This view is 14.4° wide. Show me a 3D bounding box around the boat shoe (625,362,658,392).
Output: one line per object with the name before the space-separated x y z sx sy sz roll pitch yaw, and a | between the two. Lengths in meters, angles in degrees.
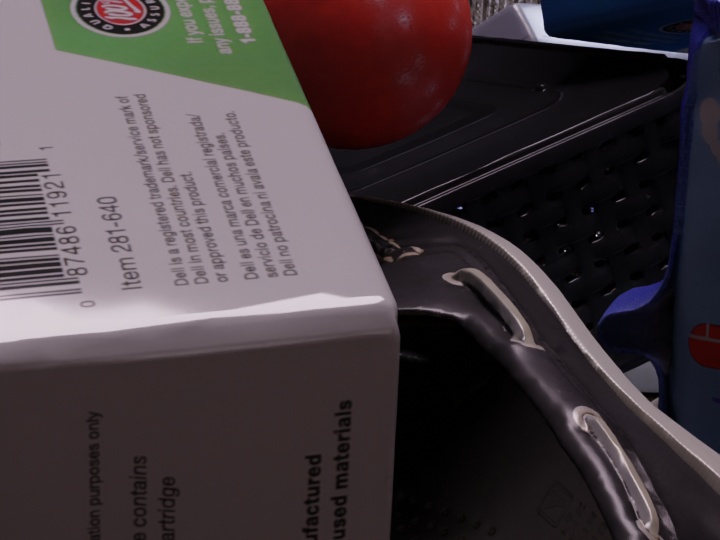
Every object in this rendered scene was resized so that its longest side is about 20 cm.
boat shoe | 0.065 0.008 1.060 0.200 0.069 0.072 3 6 -14

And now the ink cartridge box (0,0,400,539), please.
ink cartridge box | -0.106 0.011 0.524 0.200 0.084 0.145 -5 34 -12

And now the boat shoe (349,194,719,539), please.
boat shoe | 0.013 0.034 0.592 0.060 0.074 0.200 21 16 -43

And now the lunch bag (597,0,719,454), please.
lunch bag | 0.154 0.014 0.635 0.200 0.151 0.094 4 16 14

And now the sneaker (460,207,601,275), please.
sneaker | 0.018 0.015 0.958 0.200 0.075 0.078 -9 6 -25

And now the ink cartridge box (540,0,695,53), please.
ink cartridge box | 0.163 -0.115 0.755 0.200 0.084 0.146 -9 -5 34

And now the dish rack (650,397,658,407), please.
dish rack | 0.157 0.053 0.827 0.171 0.044 0.200 5 6 17

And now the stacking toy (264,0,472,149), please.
stacking toy | -0.071 -0.028 0.636 0.200 0.085 0.085 -20 5 5

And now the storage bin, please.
storage bin | 0.000 0.000 0.788 0.135 0.094 0.200 -24 20 -27

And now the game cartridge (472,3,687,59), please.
game cartridge | 0.034 -0.031 1.082 0.133 0.041 0.200 2 -33 -42
